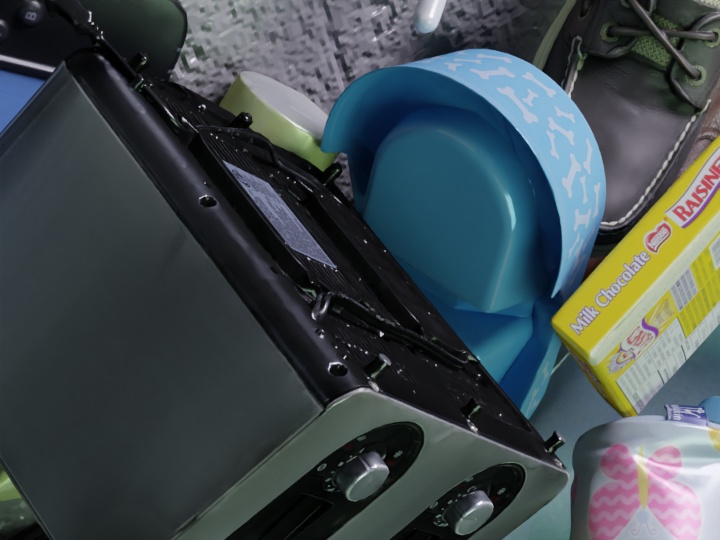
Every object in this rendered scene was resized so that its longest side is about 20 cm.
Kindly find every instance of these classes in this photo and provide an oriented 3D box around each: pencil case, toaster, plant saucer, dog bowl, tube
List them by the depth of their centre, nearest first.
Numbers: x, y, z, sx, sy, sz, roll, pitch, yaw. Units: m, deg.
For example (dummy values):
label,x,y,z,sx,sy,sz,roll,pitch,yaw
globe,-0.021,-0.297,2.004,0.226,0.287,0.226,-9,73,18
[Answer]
label,x,y,z,sx,sy,sz,roll,pitch,yaw
toaster,-0.048,0.025,0.827,0.119,0.200,0.181,-44,152,10
dog bowl,0.034,0.000,0.938,0.050,0.111,0.200,-35,150,-42
tube,-0.082,0.014,0.963,0.058,0.052,0.200,26,106,-27
pencil case,0.132,0.163,1.037,0.090,0.201,0.083,8,164,-8
plant saucer,0.109,0.067,1.131,0.201,0.039,0.201,-32,145,-26

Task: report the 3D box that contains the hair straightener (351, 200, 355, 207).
label,x,y,z,sx,sy,sz,roll,pitch,yaw
hair straightener,0.000,0.000,1.015,0.200,0.041,0.077,-42,137,-1

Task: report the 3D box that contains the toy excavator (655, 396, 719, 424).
label,x,y,z,sx,sy,sz,roll,pitch,yaw
toy excavator,0.222,0.103,1.193,0.200,0.100,0.195,-43,151,-22

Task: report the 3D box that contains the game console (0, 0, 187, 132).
label,x,y,z,sx,sy,sz,roll,pitch,yaw
game console,-0.155,-0.008,0.839,0.175,0.116,0.200,12,116,-31

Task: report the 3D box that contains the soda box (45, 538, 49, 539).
label,x,y,z,sx,sy,sz,roll,pitch,yaw
soda box,-0.058,0.179,0.995,0.063,0.200,0.070,-33,141,-43

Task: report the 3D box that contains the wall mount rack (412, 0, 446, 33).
label,x,y,z,sx,sy,sz,roll,pitch,yaw
wall mount rack,0.050,-0.194,0.876,0.174,0.075,0.200,-39,136,-4

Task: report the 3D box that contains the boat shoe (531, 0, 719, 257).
label,x,y,z,sx,sy,sz,roll,pitch,yaw
boat shoe,0.119,-0.103,0.948,0.066,0.072,0.201,125,-9,-73

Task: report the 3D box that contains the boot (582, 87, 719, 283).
label,x,y,z,sx,sy,sz,roll,pitch,yaw
boot,0.120,-0.064,1.013,0.200,0.064,0.187,-17,134,-39

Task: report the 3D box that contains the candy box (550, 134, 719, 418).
label,x,y,z,sx,sy,sz,roll,pitch,yaw
candy box,0.128,0.006,0.973,0.102,0.026,0.200,-46,165,0
